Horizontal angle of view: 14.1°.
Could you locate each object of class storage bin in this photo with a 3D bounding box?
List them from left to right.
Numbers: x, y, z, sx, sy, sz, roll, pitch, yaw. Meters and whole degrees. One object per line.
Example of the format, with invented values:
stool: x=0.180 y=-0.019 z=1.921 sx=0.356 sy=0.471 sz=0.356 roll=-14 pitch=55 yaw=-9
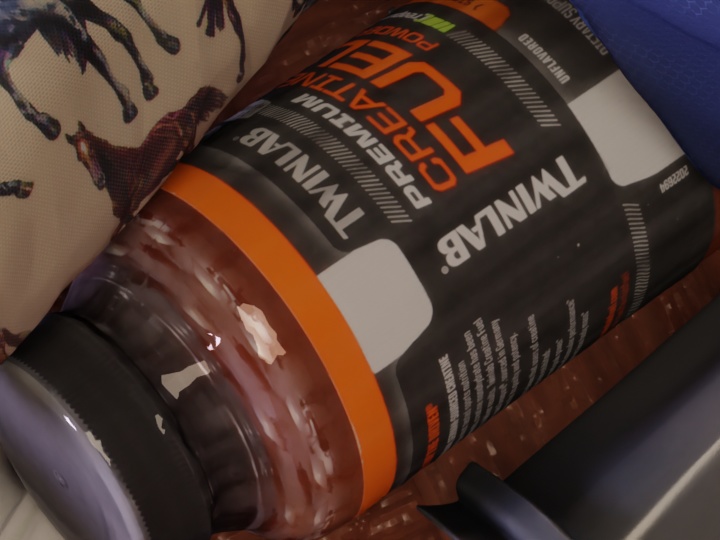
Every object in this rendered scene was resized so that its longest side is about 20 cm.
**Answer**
storage bin: x=0.137 y=0.089 z=0.769 sx=0.200 sy=0.146 sz=0.134 roll=44 pitch=87 yaw=-9

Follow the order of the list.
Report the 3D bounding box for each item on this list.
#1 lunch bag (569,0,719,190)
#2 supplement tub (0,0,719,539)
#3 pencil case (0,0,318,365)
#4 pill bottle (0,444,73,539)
lunch bag: x=0.136 y=-0.096 z=0.697 sx=0.200 sy=0.132 sz=0.136 roll=44 pitch=66 yaw=-40
supplement tub: x=0.000 y=0.000 z=0.767 sx=0.200 sy=0.107 sz=0.107 roll=-35 pitch=89 yaw=-24
pencil case: x=-0.083 y=-0.048 z=0.708 sx=0.200 sy=0.078 sz=0.089 roll=-49 pitch=123 yaw=-21
pill bottle: x=-0.167 y=0.063 z=0.791 sx=0.200 sy=0.114 sz=0.114 roll=28 pitch=89 yaw=0
